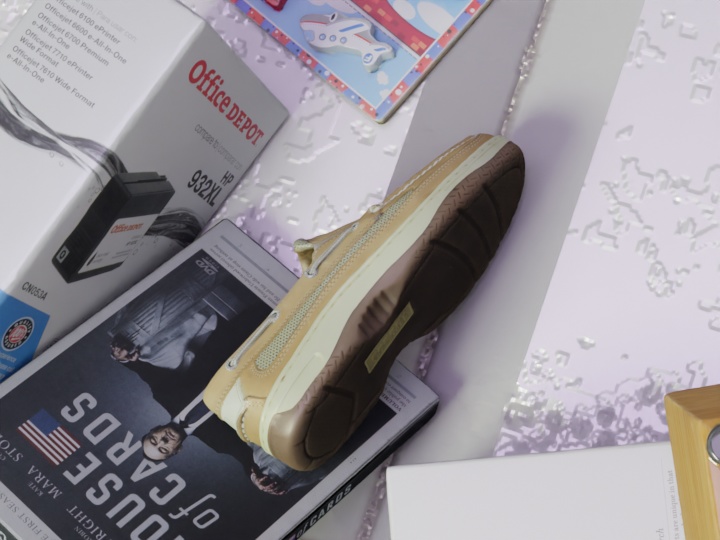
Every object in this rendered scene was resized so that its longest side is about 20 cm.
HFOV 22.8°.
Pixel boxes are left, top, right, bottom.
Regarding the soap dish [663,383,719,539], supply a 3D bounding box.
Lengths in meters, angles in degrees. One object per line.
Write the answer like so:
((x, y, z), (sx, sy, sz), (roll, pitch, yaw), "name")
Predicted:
((0.206, 0.131, 0.675), (0.157, 0.081, 0.200), (-10, 78, 13), "soap dish")

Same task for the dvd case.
((-0.082, 0.076, 0.847), (0.150, 0.025, 0.200), (39, 56, 18), "dvd case")

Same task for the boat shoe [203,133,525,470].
((0.000, 0.000, 0.854), (0.076, 0.072, 0.200), (26, 59, 30), "boat shoe")

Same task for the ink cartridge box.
((-0.140, -0.041, 0.877), (0.084, 0.145, 0.200), (35, 87, 19), "ink cartridge box")

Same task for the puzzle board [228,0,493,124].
((-0.013, -0.193, 0.950), (0.200, 0.017, 0.151), (41, 89, 18), "puzzle board")

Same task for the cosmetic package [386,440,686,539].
((0.119, 0.121, 0.795), (0.200, 0.108, 0.085), (-8, 77, 13), "cosmetic package")
